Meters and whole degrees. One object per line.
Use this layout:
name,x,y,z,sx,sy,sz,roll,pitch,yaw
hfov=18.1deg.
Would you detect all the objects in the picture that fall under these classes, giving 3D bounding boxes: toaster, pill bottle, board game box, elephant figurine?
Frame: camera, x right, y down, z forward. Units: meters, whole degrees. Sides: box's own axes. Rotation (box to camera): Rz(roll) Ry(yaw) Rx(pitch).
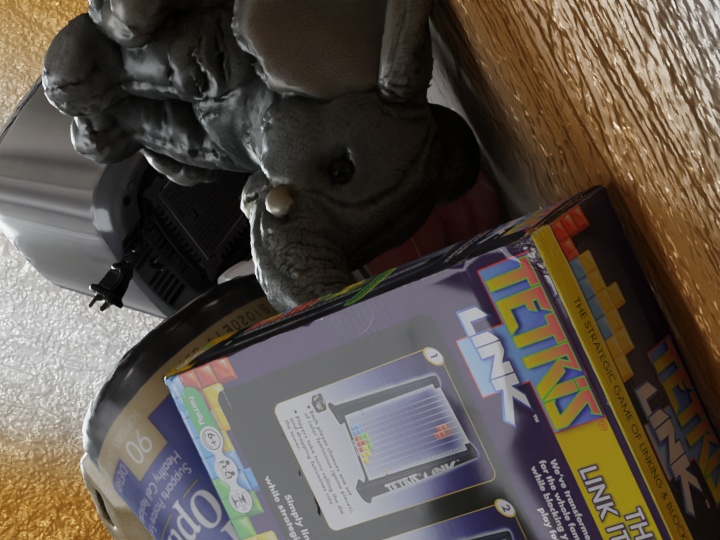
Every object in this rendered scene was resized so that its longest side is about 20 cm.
toaster,-0.101,-0.056,1.128,0.129,0.200,0.114,9,146,46
pill bottle,-0.009,0.106,0.890,0.200,0.112,0.112,48,171,18
board game box,0.046,0.093,0.749,0.057,0.165,0.201,-31,-82,-54
elephant figurine,-0.014,-0.058,0.884,0.200,0.156,0.141,30,-166,30

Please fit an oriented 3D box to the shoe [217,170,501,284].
shoe,0.000,0.000,1.011,0.072,0.091,0.200,55,164,0

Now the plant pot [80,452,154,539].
plant pot,-0.034,0.094,1.161,0.200,0.183,0.201,43,158,22
